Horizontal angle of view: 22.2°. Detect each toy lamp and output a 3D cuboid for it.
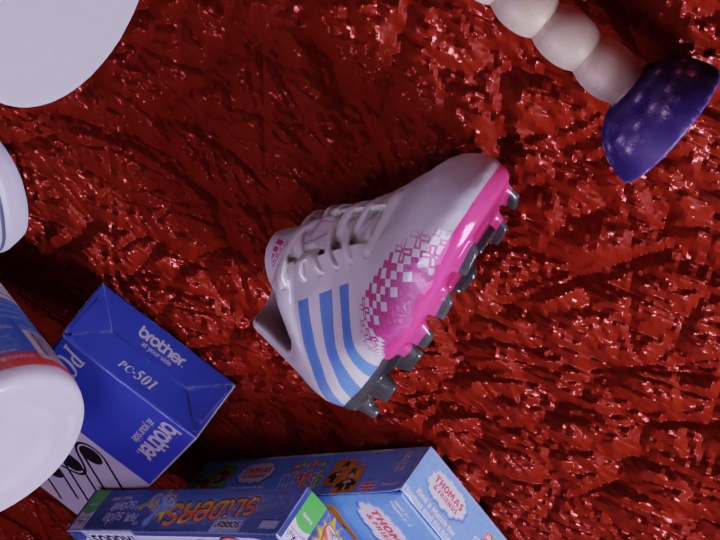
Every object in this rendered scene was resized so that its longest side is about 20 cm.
[{"bbox_3d":[0.033,-0.113,0.638,0.200,0.058,0.058,40,148,-6],"label":"toy lamp"}]

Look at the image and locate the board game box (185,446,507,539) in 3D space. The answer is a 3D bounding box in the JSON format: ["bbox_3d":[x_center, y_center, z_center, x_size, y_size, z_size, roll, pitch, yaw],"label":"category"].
[{"bbox_3d":[0.008,0.166,1.033,0.200,0.037,0.151,-9,126,50],"label":"board game box"}]

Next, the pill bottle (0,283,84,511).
[{"bbox_3d":[-0.248,0.034,1.007,0.200,0.112,0.112,46,155,30],"label":"pill bottle"}]

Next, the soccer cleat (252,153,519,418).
[{"bbox_3d":[0.000,0.000,0.798,0.086,0.070,0.200,35,148,3],"label":"soccer cleat"}]

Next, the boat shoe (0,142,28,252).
[{"bbox_3d":[-0.241,-0.075,0.943,0.074,0.065,0.200,7,137,39],"label":"boat shoe"}]

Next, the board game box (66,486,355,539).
[{"bbox_3d":[-0.063,0.180,1.049,0.200,0.034,0.135,-9,128,48],"label":"board game box"}]

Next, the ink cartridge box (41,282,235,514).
[{"bbox_3d":[-0.151,0.086,1.080,0.094,0.044,0.200,38,148,-4],"label":"ink cartridge box"}]

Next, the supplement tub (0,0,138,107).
[{"bbox_3d":[-0.196,-0.150,0.729,0.200,0.144,0.144,21,145,25],"label":"supplement tub"}]
